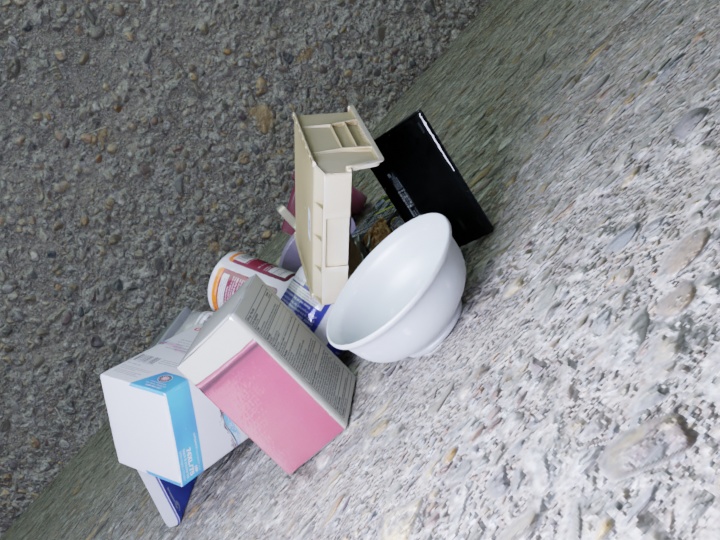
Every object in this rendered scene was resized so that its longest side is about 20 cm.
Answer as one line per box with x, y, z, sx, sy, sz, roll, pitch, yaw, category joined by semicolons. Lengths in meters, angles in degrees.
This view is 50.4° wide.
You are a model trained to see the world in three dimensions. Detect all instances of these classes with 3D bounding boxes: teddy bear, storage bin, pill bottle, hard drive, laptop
0.000;0.000;1.357;0.201;0.066;0.145;-50;1;17;teddy bear
-0.034;-0.090;1.042;0.200;0.091;0.204;-113;22;-55;storage bin
-0.150;0.050;1.288;0.114;0.196;0.116;-42;-37;-44;pill bottle
-0.314;0.310;1.273;0.025;0.135;0.200;-20;16;6;hard drive
0.094;-0.128;1.107;0.198;0.189;0.116;-25;13;47;laptop
-0.089;0.108;1.124;0.203;0.118;0.120;-58;13;-3;pill bottle

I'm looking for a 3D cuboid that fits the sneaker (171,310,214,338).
-0.301;0.158;1.284;0.081;0.075;0.202;12;64;46;sneaker

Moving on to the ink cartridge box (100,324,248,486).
-0.255;0.193;1.150;0.144;0.150;0.199;7;22;34;ink cartridge box

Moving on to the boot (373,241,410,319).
0.041;0.032;1.080;0.200;0.076;0.141;115;172;-72;boot

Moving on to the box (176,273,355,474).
-0.112;0.129;0.966;0.109;0.200;0.128;-40;12;19;box

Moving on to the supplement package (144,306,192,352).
-0.318;0.202;1.460;0.110;0.200;0.156;-40;12;21;supplement package

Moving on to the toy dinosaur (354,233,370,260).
-0.014;0.048;1.237;0.102;0.075;0.204;-47;-19;-79;toy dinosaur

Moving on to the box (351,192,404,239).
0.063;-0.111;1.507;0.161;0.044;0.199;-51;13;-21;box

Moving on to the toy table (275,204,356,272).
-0.107;-0.060;1.666;0.198;0.186;0.117;-35;27;-7;toy table

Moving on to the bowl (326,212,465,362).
0.057;0.037;0.906;0.200;0.090;0.202;-41;20;18;bowl

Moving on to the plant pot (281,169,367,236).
-0.107;-0.152;1.930;0.182;0.197;0.200;-61;12;0;plant pot
